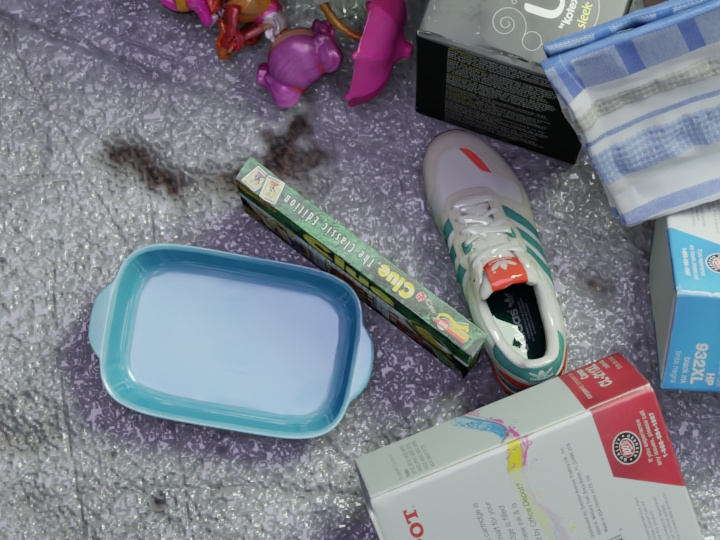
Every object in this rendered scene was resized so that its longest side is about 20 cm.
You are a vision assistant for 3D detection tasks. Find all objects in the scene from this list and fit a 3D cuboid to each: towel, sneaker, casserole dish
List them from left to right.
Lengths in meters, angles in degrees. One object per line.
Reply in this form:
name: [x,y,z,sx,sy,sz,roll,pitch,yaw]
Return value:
casserole dish: [-0.089,0.050,1.349,0.199,0.039,0.122,9,86,3]
sneaker: [0.098,-0.011,1.334,0.070,0.093,0.200,-17,80,-2]
towel: [0.204,-0.100,1.205,0.146,0.200,0.024,-18,56,14]

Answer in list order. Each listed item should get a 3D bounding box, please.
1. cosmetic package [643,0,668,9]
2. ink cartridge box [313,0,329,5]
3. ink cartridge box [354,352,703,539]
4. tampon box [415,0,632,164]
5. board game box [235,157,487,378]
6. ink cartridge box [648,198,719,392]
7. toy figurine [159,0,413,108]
cosmetic package: [0.255,-0.151,1.275,0.103,0.200,0.087,21,67,29]
ink cartridge box: [-0.026,-0.271,1.232,0.200,0.128,0.125,40,78,-17]
ink cartridge box: [0.112,0.162,1.282,0.199,0.083,0.146,-21,107,-3]
tampon box: [0.117,-0.180,1.310,0.126,0.200,0.150,18,81,4]
board game box: [0.000,0.000,1.328,0.200,0.105,0.023,37,79,8]
ink cartridge box: [0.300,0.014,1.294,0.199,0.145,0.084,4,122,2]
toy figurine: [-0.054,-0.191,1.364,0.200,0.150,0.184,-35,90,17]
